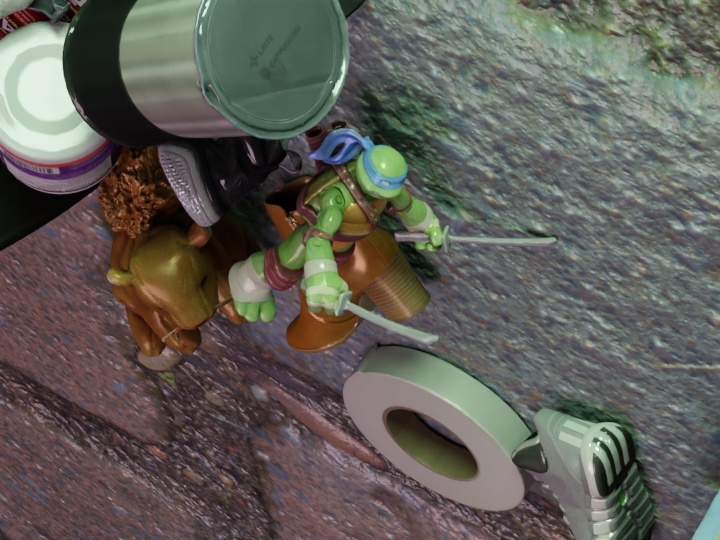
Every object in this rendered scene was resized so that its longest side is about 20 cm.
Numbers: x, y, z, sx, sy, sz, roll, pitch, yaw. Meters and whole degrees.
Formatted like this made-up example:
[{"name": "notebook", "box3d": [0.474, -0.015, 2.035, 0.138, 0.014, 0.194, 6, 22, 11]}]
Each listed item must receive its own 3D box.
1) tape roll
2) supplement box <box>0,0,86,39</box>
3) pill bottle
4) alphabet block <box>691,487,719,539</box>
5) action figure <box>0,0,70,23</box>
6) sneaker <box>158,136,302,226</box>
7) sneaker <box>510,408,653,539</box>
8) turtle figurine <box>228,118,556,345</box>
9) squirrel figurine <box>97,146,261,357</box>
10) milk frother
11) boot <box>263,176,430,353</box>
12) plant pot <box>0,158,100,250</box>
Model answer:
[{"name": "tape roll", "box3d": [0.075, 0.150, 1.604, 0.202, 0.037, 0.203, 28, 153, 16]}, {"name": "supplement box", "box3d": [-0.264, -0.241, 1.358, 0.109, 0.061, 0.200, 45, 153, -14]}, {"name": "pill bottle", "box3d": [-0.246, -0.124, 1.387, 0.111, 0.112, 0.200, 37, 170, -1]}, {"name": "alphabet block", "box3d": [0.354, 0.283, 1.307, 0.195, 0.197, 0.200, 19, 148, 35]}, {"name": "action figure", "box3d": [-0.309, -0.249, 1.230, 0.200, 0.105, 0.194, 32, 142, 10]}, {"name": "sneaker", "box3d": [-0.116, -0.139, 1.333, 0.076, 0.114, 0.201, 64, -178, -71]}, {"name": "sneaker", "box3d": [0.190, 0.192, 1.509, 0.115, 0.075, 0.200, 22, 140, 36]}, {"name": "turtle figurine", "box3d": [0.000, 0.000, 1.285, 0.200, 0.144, 0.194, 37, 145, -17]}, {"name": "squirrel figurine", "box3d": [-0.173, -0.026, 1.469, 0.187, 0.141, 0.201, -48, -66, -86]}, {"name": "milk frother", "box3d": [-0.118, -0.193, 1.128, 0.200, 0.181, 0.188, 44, 157, -28]}, {"name": "boot", "box3d": [-0.038, -0.009, 1.463, 0.144, 0.071, 0.201, 50, 146, -14]}, {"name": "plant pot", "box3d": [-0.363, -0.117, 1.546, 0.199, 0.178, 0.200, 5, 141, 47]}]
